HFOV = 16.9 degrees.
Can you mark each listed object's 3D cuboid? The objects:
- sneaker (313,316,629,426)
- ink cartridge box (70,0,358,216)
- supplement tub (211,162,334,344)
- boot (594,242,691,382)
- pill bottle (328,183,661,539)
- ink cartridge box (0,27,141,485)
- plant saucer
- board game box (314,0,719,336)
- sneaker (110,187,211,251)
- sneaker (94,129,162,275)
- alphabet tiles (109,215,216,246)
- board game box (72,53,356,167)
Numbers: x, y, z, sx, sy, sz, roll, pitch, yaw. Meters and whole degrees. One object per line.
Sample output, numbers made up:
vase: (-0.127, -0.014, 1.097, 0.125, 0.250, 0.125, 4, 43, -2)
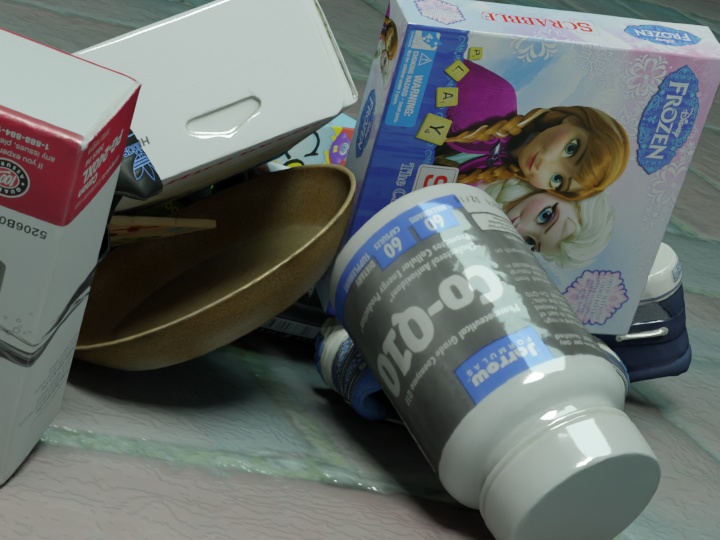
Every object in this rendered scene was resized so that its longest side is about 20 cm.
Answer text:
sneaker: (0.073, 0.075, 1.454, 0.199, 0.077, 0.085, 4, 26, -18)
ink cartridge box: (-0.100, -0.091, 1.372, 0.144, 0.085, 0.200, -23, 1, -15)
supplement tub: (0.000, 0.000, 1.535, 0.199, 0.108, 0.107, 13, 16, -19)
boot: (0.123, 0.039, 1.641, 0.199, 0.091, 0.073, -4, 31, 17)
pill bottle: (0.074, 0.058, 1.326, 0.113, 0.114, 0.200, 5, 41, -43)
ink cartridge box: (-0.203, -0.015, 1.153, 0.144, 0.201, 0.083, 20, 30, 4)
plant saucer: (-0.085, 0.004, 1.380, 0.199, 0.036, 0.200, -24, 18, 9)
board game box: (0.091, -0.058, 1.414, 0.198, 0.201, 0.041, 3, 34, -18)
sneaker: (-0.187, -0.039, 1.508, 0.199, 0.085, 0.074, -2, -3, 6)
sneaker: (-0.180, -0.008, 1.233, 0.078, 0.200, 0.070, 47, 31, 5)
alphabet tiles: (-0.209, -0.018, 1.376, 0.167, 0.008, 0.199, -9, -6, 41)
board game box: (-0.108, -0.076, 1.673, 0.199, 0.104, 0.105, 3, 22, -45)
